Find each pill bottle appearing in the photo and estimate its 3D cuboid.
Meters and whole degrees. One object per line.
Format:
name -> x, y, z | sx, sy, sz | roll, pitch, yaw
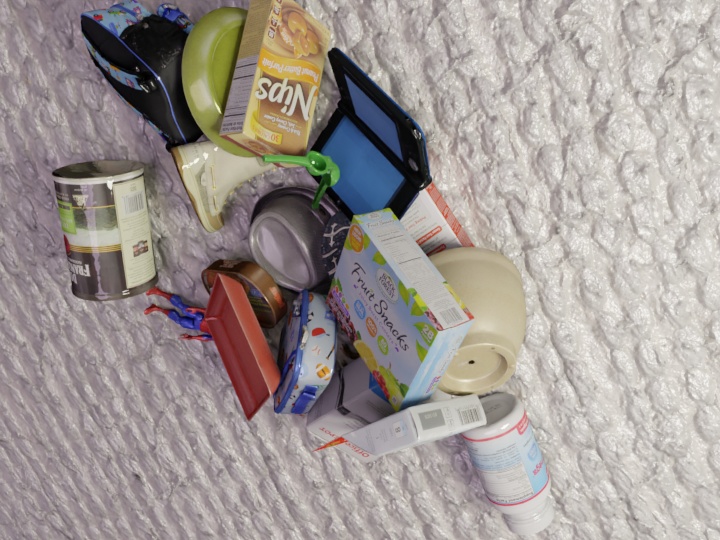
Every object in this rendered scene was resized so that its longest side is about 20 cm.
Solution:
pill bottle -> 0.237, 0.308, 1.012 | 0.107, 0.109, 0.204 | -18, 104, 23

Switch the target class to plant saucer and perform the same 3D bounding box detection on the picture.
plant saucer -> -0.188, 0.124, 1.020 | 0.203, 0.036, 0.200 | 64, 152, 13
plant saucer -> -0.154, -0.261, 0.884 | 0.031, 0.198, 0.205 | 4, 113, 44

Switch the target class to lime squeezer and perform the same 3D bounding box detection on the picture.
lime squeezer -> -0.068, -0.137, 0.878 | 0.069, 0.200, 0.039 | -11, 76, 12

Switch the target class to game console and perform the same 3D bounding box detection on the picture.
game console -> -0.006, -0.166, 0.872 | 0.118, 0.171, 0.201 | -38, 64, -6

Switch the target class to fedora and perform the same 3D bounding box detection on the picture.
fedora -> -0.104, -0.032, 1.010 | 0.175, 0.090, 0.202 | -33, 97, 26

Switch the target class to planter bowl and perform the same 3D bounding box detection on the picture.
planter bowl -> 0.147, 0.088, 0.897 | 0.195, 0.137, 0.203 | -4, 137, -3

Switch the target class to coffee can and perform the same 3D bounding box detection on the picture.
coffee can -> -0.426, -0.071, 1.075 | 0.143, 0.146, 0.205 | 5, 111, 16

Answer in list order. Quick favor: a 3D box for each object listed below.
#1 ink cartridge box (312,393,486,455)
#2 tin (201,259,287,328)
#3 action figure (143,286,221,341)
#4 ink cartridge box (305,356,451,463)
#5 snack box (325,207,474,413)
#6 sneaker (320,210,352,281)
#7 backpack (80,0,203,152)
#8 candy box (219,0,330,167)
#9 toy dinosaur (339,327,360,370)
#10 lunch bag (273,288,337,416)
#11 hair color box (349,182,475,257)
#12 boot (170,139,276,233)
ink cartridge box -> 0.052, 0.229, 0.879 | 0.199, 0.158, 0.048 | -34, 67, 37
tin -> -0.191, 0.037, 1.045 | 0.198, 0.042, 0.114 | 5, 126, 49
action figure -> -0.298, 0.091, 1.148 | 0.196, 0.052, 0.067 | 19, 110, 9
ink cartridge box -> 0.028, 0.214, 1.023 | 0.144, 0.085, 0.199 | 37, 126, -27
snack box -> 0.042, 0.050, 0.834 | 0.201, 0.066, 0.171 | 54, 142, 30
sneaker -> 0.000, 0.000, 0.992 | 0.076, 0.086, 0.205 | -5, 110, 31
backpack -> -0.301, -0.302, 0.926 | 0.199, 0.135, 0.184 | 39, 161, 16
candy box -> -0.112, -0.257, 0.865 | 0.054, 0.114, 0.205 | 3, 79, 40
toy dinosaur -> 0.021, 0.137, 1.048 | 0.105, 0.060, 0.203 | -28, 99, 24
lunch bag -> -0.087, 0.133, 0.985 | 0.074, 0.163, 0.201 | 12, 146, -11
hair color box -> 0.086, -0.058, 0.953 | 0.110, 0.064, 0.202 | -32, 96, 25
boot -> -0.199, -0.146, 1.001 | 0.152, 0.201, 0.073 | -25, 65, -11
